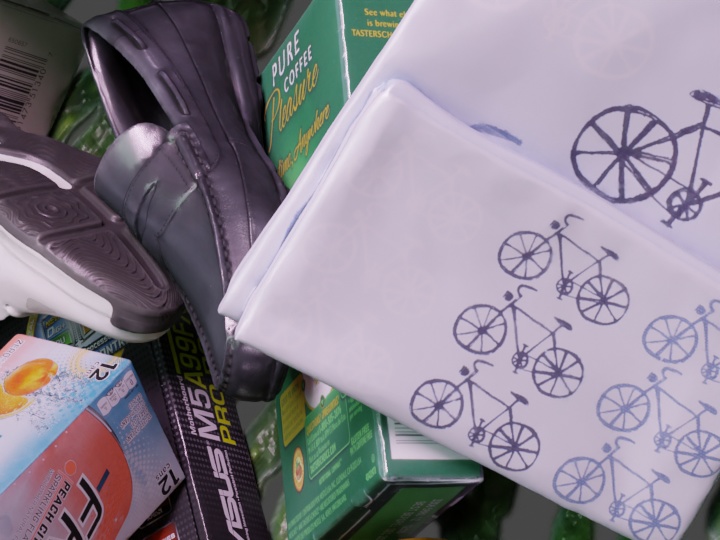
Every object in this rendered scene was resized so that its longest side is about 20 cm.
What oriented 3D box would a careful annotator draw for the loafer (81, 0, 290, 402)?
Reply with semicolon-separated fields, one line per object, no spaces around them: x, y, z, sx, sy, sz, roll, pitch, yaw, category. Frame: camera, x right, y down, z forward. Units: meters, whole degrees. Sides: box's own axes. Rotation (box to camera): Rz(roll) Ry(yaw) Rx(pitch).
-0.067;-0.029;1.046;0.068;0.070;0.201;108;156;-43;loafer

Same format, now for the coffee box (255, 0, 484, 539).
0.000;0.000;1.025;0.123;0.044;0.200;130;138;-62;coffee box

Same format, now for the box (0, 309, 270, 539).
-0.137;0.094;1.147;0.200;0.044;0.160;-31;61;29;box

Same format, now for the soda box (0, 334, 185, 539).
-0.157;0.112;1.016;0.068;0.064;0.200;12;46;40;soda box

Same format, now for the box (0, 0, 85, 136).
-0.218;-0.119;1.252;0.200;0.068;0.082;30;99;39;box

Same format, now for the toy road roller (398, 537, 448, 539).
-0.048;0.174;0.986;0.200;0.146;0.123;-22;66;33;toy road roller

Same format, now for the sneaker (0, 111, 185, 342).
-0.151;0.004;1.123;0.200;0.076;0.116;33;120;33;sneaker

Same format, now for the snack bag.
0.081;-0.022;0.919;0.200;0.188;0.021;-58;16;12;snack bag
